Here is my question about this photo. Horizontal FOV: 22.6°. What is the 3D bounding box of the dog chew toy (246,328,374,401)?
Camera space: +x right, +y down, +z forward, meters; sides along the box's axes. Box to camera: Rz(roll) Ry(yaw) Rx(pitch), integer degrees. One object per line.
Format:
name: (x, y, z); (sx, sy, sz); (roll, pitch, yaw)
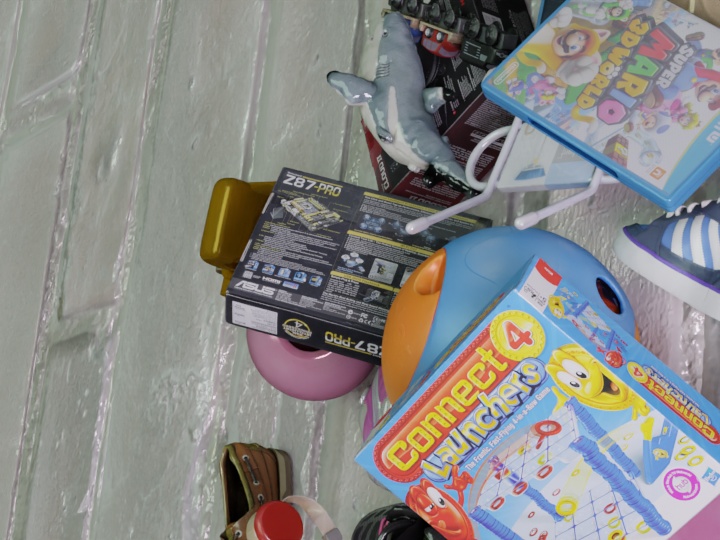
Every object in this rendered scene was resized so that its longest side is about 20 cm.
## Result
dog chew toy: (-0.039, 0.066, 1.678); (0.200, 0.124, 0.125); (79, -160, -78)

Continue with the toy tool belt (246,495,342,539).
toy tool belt: (-0.058, 0.310, 1.593); (0.200, 0.125, 0.123); (58, 141, 8)

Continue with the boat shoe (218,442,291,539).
boat shoe: (-0.107, 0.264, 1.769); (0.072, 0.068, 0.201); (-41, 45, 39)

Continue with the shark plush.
shark plush: (0.046, -0.138, 1.573); (0.083, 0.091, 0.200); (-42, 46, 14)

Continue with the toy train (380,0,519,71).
toy train: (0.076, -0.211, 1.598); (0.200, 0.034, 0.046); (33, 115, 56)

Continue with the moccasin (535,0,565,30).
moccasin: (0.191, -0.215, 1.519); (0.068, 0.080, 0.201); (-17, 64, 43)

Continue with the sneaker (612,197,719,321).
sneaker: (0.279, -0.037, 1.310); (0.147, 0.080, 0.200); (-60, 30, 6)

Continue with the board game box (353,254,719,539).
board game box: (0.130, 0.124, 1.258); (0.200, 0.196, 0.056); (-50, 1, 33)

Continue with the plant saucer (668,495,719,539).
plant saucer: (0.235, 0.215, 1.276); (0.200, 0.051, 0.201); (-32, 50, 47)

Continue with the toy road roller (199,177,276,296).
toy road roller: (-0.108, -0.037, 1.837); (0.200, 0.146, 0.124); (1, 76, 57)

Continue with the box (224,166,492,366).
box: (0.000, 0.000, 1.570); (0.049, 0.199, 0.162); (94, -167, -51)

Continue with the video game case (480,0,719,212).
video game case: (0.206, -0.140, 1.355); (0.143, 0.018, 0.200); (-44, 52, -12)

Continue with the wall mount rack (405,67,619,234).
wall mount rack: (0.130, -0.086, 1.426); (0.199, 0.075, 0.174); (-2, 56, 47)

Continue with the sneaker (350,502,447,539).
sneaker: (0.039, 0.231, 1.537); (0.200, 0.087, 0.074); (-1, 75, 57)

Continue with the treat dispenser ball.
treat dispenser ball: (0.116, 0.067, 1.388); (0.201, 0.200, 0.202); (-31, 51, 48)

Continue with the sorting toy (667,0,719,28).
sorting toy: (0.266, -0.176, 1.407); (0.199, 0.036, 0.186); (-2, 79, 48)

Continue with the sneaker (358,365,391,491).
sneaker: (0.038, 0.107, 1.605); (0.088, 0.081, 0.201); (-18, 57, 56)

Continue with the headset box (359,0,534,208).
headset box: (0.078, -0.156, 1.669); (0.200, 0.077, 0.149); (-48, 40, 36)
